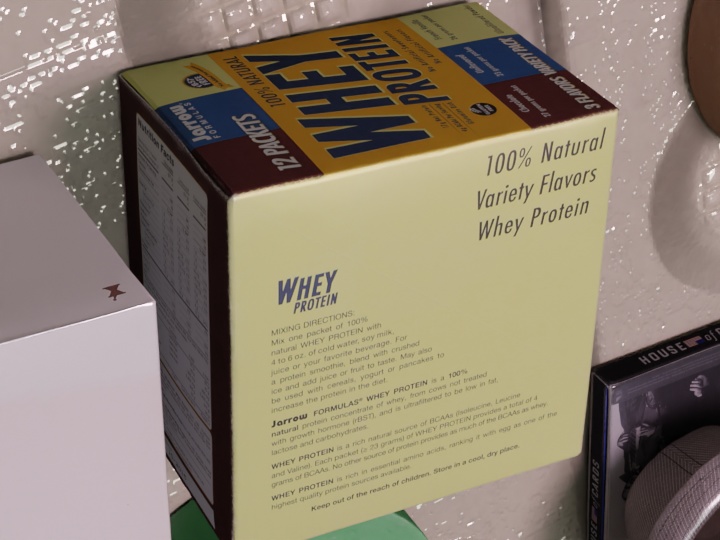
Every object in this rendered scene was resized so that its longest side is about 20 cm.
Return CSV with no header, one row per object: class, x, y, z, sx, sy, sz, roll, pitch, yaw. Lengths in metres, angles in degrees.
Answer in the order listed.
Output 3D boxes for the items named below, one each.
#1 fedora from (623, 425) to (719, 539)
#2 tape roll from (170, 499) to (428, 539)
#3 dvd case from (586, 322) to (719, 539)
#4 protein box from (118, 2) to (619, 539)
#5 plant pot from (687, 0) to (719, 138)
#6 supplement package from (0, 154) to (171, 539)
fedora,0.234,0.173,1.127,0.177,0.090,0.200,-43,125,-3
tape roll,-0.049,0.205,1.035,0.200,0.048,0.201,-15,125,-23
dvd case,0.215,0.126,1.162,0.150,0.025,0.200,-18,127,-21
protein box,0.000,0.000,0.876,0.198,0.135,0.200,-14,125,-23
plant pot,0.307,-0.114,0.969,0.200,0.175,0.201,-16,127,-23
supplement package,-0.198,0.084,0.799,0.191,0.147,0.200,-15,125,-23
